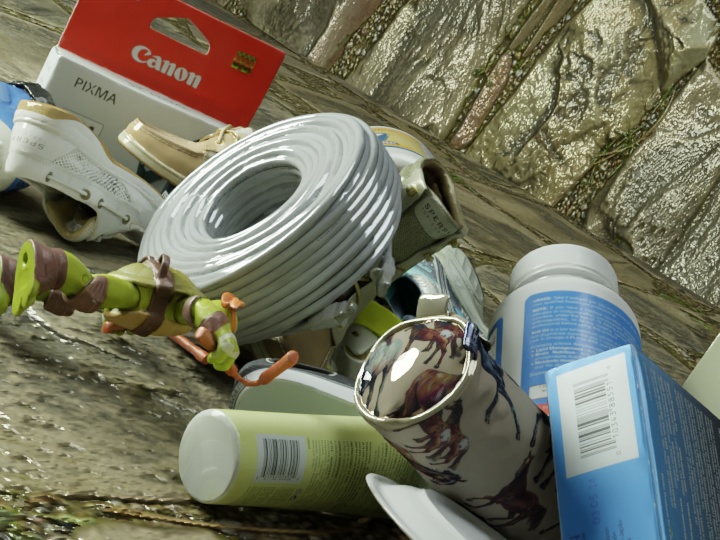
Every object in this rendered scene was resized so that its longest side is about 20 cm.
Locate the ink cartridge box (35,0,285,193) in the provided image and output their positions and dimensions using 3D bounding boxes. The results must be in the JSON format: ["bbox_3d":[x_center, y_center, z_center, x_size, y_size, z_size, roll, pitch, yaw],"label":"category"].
[{"bbox_3d":[-0.182,-0.152,1.358,0.200,0.174,0.044,23,12,-25],"label":"ink cartridge box"}]

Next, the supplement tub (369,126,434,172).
[{"bbox_3d":[0.019,-0.067,1.549,0.144,0.145,0.200,27,11,-9],"label":"supplement tub"}]

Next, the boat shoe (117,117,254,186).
[{"bbox_3d":[-0.108,-0.091,1.308,0.200,0.069,0.074,25,11,-20],"label":"boat shoe"}]

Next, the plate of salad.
[{"bbox_3d":[0.075,0.179,0.811,0.200,0.048,0.200,38,1,-1],"label":"plate of salad"}]

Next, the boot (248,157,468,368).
[{"bbox_3d":[0.000,0.000,1.097,0.072,0.154,0.200,52,22,-21],"label":"boot"}]

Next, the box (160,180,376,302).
[{"bbox_3d":[-0.080,-0.006,1.293,0.160,0.044,0.200,23,13,-26],"label":"box"}]

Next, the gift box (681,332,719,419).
[{"bbox_3d":[0.283,0.158,1.071,0.200,0.187,0.184,26,10,-45],"label":"gift box"}]

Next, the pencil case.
[{"bbox_3d":[0.082,0.104,0.894,0.078,0.090,0.200,7,-31,47],"label":"pencil case"}]

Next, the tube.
[{"bbox_3d":[-0.014,0.112,0.880,0.200,0.058,0.052,10,59,-45],"label":"tube"}]

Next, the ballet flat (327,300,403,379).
[{"bbox_3d":[0.024,0.079,1.134,0.200,0.067,0.067,36,29,26],"label":"ballet flat"}]

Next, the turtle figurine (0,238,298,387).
[{"bbox_3d":[-0.130,0.020,0.910,0.161,0.065,0.200,14,-1,-31],"label":"turtle figurine"}]

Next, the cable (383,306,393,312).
[{"bbox_3d":[0.089,0.068,1.361,0.163,0.051,0.200,34,13,26],"label":"cable"}]

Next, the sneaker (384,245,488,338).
[{"bbox_3d":[0.069,0.068,1.214,0.086,0.078,0.200,-3,50,-38],"label":"sneaker"}]

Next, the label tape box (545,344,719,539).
[{"bbox_3d":[0.188,0.151,0.894,0.200,0.063,0.145,37,41,-43],"label":"label tape box"}]

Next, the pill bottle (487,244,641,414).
[{"bbox_3d":[0.143,0.076,1.073,0.112,0.112,0.200,26,41,-14],"label":"pill bottle"}]

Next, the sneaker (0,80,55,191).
[{"bbox_3d":[-0.309,-0.130,1.194,0.200,0.077,0.111,38,20,21],"label":"sneaker"}]

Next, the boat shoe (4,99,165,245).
[{"bbox_3d":[-0.208,-0.054,1.150,0.071,0.069,0.200,13,-17,28],"label":"boat shoe"}]

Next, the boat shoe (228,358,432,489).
[{"bbox_3d":[0.009,0.105,0.974,0.200,0.070,0.066,18,15,-13],"label":"boat shoe"}]

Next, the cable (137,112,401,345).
[{"bbox_3d":[-0.065,-0.029,1.059,0.069,0.200,0.200,57,27,-30],"label":"cable"}]
